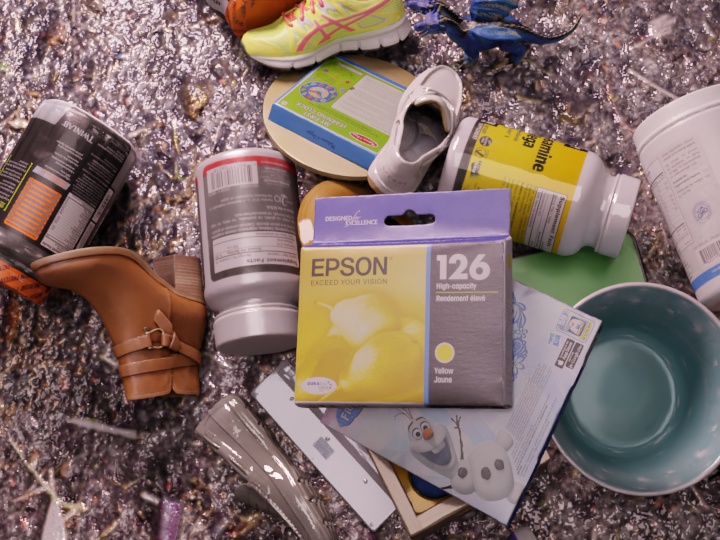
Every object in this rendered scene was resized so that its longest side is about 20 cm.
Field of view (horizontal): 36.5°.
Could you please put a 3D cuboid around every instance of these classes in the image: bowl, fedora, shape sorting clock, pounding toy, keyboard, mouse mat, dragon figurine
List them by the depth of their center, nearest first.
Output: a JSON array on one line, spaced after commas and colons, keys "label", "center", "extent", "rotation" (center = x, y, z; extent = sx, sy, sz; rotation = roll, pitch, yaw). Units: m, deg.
[{"label": "pounding toy", "center": [0.094, 0.134, 1.080], "extent": [0.198, 0.142, 0.186], "rotation": [-27, 73, -3]}, {"label": "bowl", "center": [0.267, 0.119, 1.083], "extent": [0.197, 0.105, 0.204], "rotation": [0, 81, 0]}, {"label": "fedora", "center": [0.000, 0.000, 1.141], "extent": [0.082, 0.199, 0.202], "rotation": [-43, 70, 34]}, {"label": "keyboard", "center": [-0.033, 0.183, 1.160], "extent": [0.056, 0.011, 0.200], "rotation": [-44, 74, -1]}, {"label": "mouse mat", "center": [0.216, 0.052, 1.166], "extent": [0.197, 0.008, 0.163], "rotation": [-13, 73, 4]}, {"label": "shape sorting clock", "center": [-0.010, -0.171, 1.206], "extent": [0.197, 0.040, 0.202], "rotation": [5, 46, -5]}, {"label": "dragon figurine", "center": [0.151, -0.272, 1.214], "extent": [0.197, 0.100, 0.060], "rotation": [0, 75, 7]}]

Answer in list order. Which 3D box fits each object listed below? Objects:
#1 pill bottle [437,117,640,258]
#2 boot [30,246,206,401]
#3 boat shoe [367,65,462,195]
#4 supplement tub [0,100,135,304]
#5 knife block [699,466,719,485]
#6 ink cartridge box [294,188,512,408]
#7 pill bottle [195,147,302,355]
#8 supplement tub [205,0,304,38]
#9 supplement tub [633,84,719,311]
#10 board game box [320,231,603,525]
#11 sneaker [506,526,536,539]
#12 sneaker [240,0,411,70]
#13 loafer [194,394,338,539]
[{"label": "pill bottle", "center": [0.187, -0.083, 1.152], "extent": [0.197, 0.113, 0.114], "rotation": [18, 77, 10]}, {"label": "boot", "center": [-0.247, 0.058, 1.140], "extent": [0.198, 0.073, 0.157], "rotation": [4, 80, -34]}, {"label": "boat shoe", "center": [0.072, -0.156, 1.141], "extent": [0.070, 0.069, 0.201], "rotation": [30, 51, -7]}, {"label": "supplement tub", "center": [-0.343, -0.074, 1.198], "extent": [0.121, 0.123, 0.202], "rotation": [26, 79, 13]}, {"label": "knife block", "center": [0.435, 0.168, 1.089], "extent": [0.198, 0.176, 0.064], "rotation": [-15, 68, -45]}, {"label": "ink cartridge box", "center": [0.040, 0.023, 0.993], "extent": [0.195, 0.047, 0.203], "rotation": [-2, 81, 17]}, {"label": "pill bottle", "center": [-0.115, -0.017, 1.168], "extent": [0.112, 0.114, 0.203], "rotation": [-8, 74, 4]}, {"label": "supplement tub", "center": [-0.145, -0.379, 1.266], "extent": [0.121, 0.123, 0.202], "rotation": [-25, 73, -1]}, {"label": "supplement tub", "center": [0.375, -0.073, 1.118], "extent": [0.130, 0.132, 0.203], "rotation": [-18, 73, 1]}, {"label": "board game box", "center": [0.093, 0.097, 1.009], "extent": [0.197, 0.043, 0.202], "rotation": [26, 87, 17]}, {"label": "sneaker", "center": [0.118, 0.360, 1.054], "extent": [0.144, 0.081, 0.203], "rotation": [-9, 79, 0]}, {"label": "sneaker", "center": [-0.043, -0.290, 1.233], "extent": [0.197, 0.091, 0.078], "rotation": [-16, 37, -9]}, {"label": "loafer", "center": [-0.097, 0.220, 1.129], "extent": [0.070, 0.070, 0.200], "rotation": [-41, 66, 0]}]
